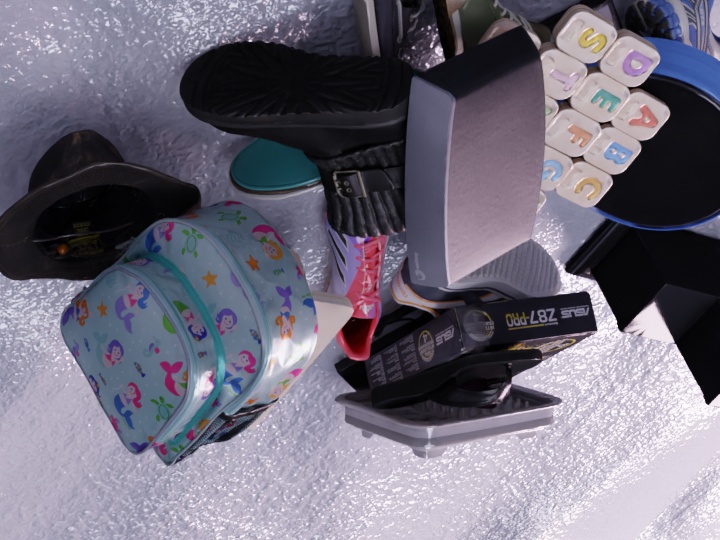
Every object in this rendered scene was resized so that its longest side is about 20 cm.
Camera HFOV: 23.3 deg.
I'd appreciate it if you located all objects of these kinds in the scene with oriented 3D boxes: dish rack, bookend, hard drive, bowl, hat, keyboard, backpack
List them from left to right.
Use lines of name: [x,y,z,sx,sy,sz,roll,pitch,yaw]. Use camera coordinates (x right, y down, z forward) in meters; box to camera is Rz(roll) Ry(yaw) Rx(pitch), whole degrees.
hat: [-0.226,-0.065,1.453,0.199,0.082,0.201,-13,157,-5]
backpack: [-0.138,0.046,1.435,0.200,0.178,0.150,-39,167,34]
keyboard: [0.061,0.057,1.799,0.199,0.021,0.127,-30,148,7]
dish rack: [0.091,0.151,1.801,0.198,0.171,0.044,-7,100,-33]
hard drive: [0.096,-0.087,1.425,0.134,0.042,0.201,-28,135,-31]
bowl: [0.260,-0.116,1.560,0.199,0.040,0.202,13,138,11]
bookend: [0.342,0.057,1.796,0.197,0.201,0.092,12,131,-38]

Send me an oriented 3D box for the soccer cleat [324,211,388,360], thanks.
soccer cleat: [0.000,0.000,1.650,0.066,0.077,0.201,-10,141,-16]

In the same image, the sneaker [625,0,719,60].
sneaker: [0.299,-0.180,1.584,0.085,0.077,0.201,-36,142,-19]

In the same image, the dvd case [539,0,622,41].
dvd case: [0.189,-0.160,1.605,0.142,0.018,0.200,-27,142,6]

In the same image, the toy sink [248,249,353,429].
toy sink: [-0.118,0.042,1.613,0.129,0.113,0.200,8,138,-34]

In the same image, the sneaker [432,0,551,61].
sneaker: [0.115,-0.198,1.470,0.089,0.067,0.201,-18,136,-2]

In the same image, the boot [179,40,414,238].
boot: [-0.038,-0.103,1.445,0.209,0.080,0.158,9,146,17]

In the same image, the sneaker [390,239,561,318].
sneaker: [0.111,0.005,1.716,0.199,0.079,0.079,7,148,-44]

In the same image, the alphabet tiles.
alphabet tiles: [0.159,-0.128,1.479,0.194,0.015,0.200,23,118,-29]

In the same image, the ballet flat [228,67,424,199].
ballet flat: [-0.018,-0.110,1.528,0.199,0.070,0.070,-27,143,4]

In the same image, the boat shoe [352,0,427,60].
boat shoe: [0.028,-0.212,1.416,0.062,0.073,0.201,-16,138,-4]

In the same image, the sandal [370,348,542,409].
sandal: [0.097,0.115,1.675,0.199,0.048,0.075,-22,162,40]

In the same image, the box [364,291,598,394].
box: [0.117,0.076,1.741,0.160,0.050,0.200,-3,164,-29]
